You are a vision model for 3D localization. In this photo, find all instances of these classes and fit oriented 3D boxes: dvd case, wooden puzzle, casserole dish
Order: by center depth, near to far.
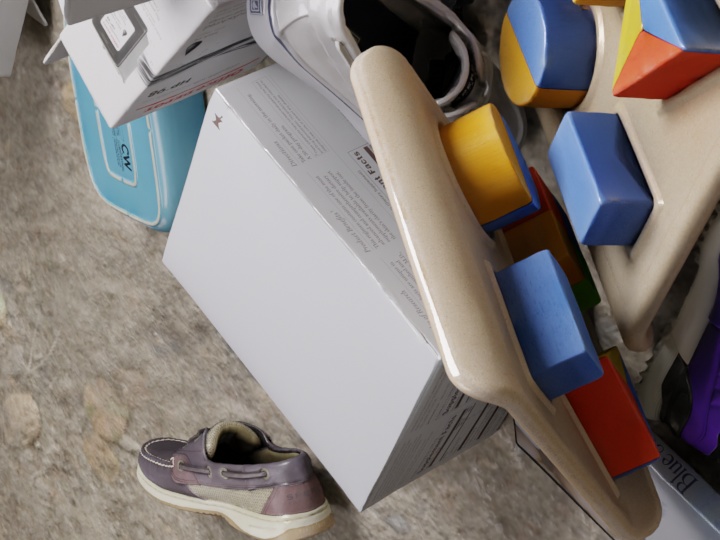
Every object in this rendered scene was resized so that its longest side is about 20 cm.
[{"bbox_3d":[0.110,-0.094,0.821,0.201,0.046,0.186,105,157,-47],"label":"wooden puzzle"},{"bbox_3d":[0.078,0.008,0.847,0.200,0.046,0.186,41,-153,-52],"label":"wooden puzzle"},{"bbox_3d":[0.148,0.121,0.970,0.200,0.018,0.143,44,163,27],"label":"dvd case"},{"bbox_3d":[-0.151,-0.109,1.257,0.121,0.039,0.202,25,131,44],"label":"casserole dish"}]

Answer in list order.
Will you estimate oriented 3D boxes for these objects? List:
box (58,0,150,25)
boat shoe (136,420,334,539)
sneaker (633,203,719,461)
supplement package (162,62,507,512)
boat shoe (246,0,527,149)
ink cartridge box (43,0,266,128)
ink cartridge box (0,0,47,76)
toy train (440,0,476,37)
[{"bbox_3d":[-0.059,-0.208,0.859,0.097,0.198,0.125,146,105,-78],"label":"box"},{"bbox_3d":[-0.090,0.136,1.310,0.199,0.071,0.065,13,110,53],"label":"boat shoe"},{"bbox_3d":[0.197,0.023,0.848,0.099,0.069,0.201,40,144,21],"label":"sneaker"},{"bbox_3d":[0.000,0.000,1.056,0.200,0.110,0.156,50,144,21],"label":"supplement package"},{"bbox_3d":[0.029,-0.091,0.907,0.065,0.199,0.074,14,85,42],"label":"boat shoe"},{"bbox_3d":[-0.093,-0.151,1.081,0.067,0.115,0.200,60,147,4],"label":"ink cartridge box"},{"bbox_3d":[-0.319,-0.213,1.293,0.128,0.199,0.126,38,121,33],"label":"ink cartridge box"},{"bbox_3d":[0.046,-0.161,0.956,0.046,0.034,0.201,47,142,30],"label":"toy train"}]
